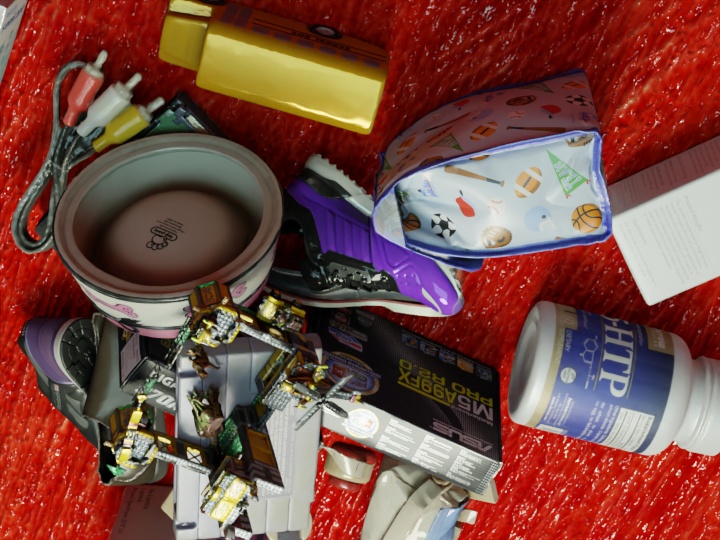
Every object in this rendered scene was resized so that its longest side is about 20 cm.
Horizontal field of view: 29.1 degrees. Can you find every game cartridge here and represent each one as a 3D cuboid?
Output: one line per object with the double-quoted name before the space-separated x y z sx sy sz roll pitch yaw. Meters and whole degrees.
"game cartridge" -0.099 0.147 1.217 0.128 0.038 0.202 -5 121 -18

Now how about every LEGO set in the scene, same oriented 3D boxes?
"LEGO set" -0.108 0.120 1.109 0.153 0.116 0.200 34 106 -30

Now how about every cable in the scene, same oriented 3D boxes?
"cable" -0.269 -0.110 1.258 0.097 0.050 0.200 39 97 -2

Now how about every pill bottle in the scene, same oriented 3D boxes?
"pill bottle" 0.249 0.109 1.319 0.198 0.120 0.121 14 118 -4

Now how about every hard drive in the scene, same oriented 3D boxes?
"hard drive" -0.191 -0.056 1.313 0.200 0.038 0.140 -38 109 22

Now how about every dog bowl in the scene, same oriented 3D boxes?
"dog bowl" -0.161 -0.027 1.204 0.198 0.201 0.074 1 138 4

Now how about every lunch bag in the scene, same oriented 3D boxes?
"lunch bag" 0.110 -0.083 1.203 0.198 0.170 0.125 -9 112 8

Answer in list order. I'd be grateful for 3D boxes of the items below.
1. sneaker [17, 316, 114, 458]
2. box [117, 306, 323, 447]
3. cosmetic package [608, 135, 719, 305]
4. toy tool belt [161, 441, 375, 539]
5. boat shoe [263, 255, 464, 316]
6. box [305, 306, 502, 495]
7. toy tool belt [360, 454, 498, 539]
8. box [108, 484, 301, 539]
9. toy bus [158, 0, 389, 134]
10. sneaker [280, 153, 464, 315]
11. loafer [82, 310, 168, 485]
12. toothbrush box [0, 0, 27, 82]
"sneaker" -0.277 0.122 1.408 0.087 0.076 0.201 6 131 34
"box" -0.132 0.083 1.286 0.199 0.160 0.046 30 117 -29
"cosmetic package" 0.327 -0.060 1.252 0.199 0.074 0.102 -24 114 14
"toy tool belt" -0.093 0.213 1.379 0.198 0.125 0.124 15 89 11
"boat shoe" 0.000 0.000 1.310 0.198 0.071 0.063 5 111 1
"box" 0.038 0.113 1.315 0.199 0.161 0.044 24 117 -8
"toy tool belt" 0.062 0.278 1.423 0.122 0.125 0.201 17 119 5
"box" -0.159 0.307 1.450 0.198 0.128 0.110 4 117 2
"toy bus" -0.077 -0.183 1.214 0.198 0.078 0.066 15 118 -4
"sneaker" -0.001 -0.008 1.248 0.200 0.070 0.100 39 77 18
"loafer" -0.229 0.123 1.333 0.073 0.071 0.202 13 117 41
"toothbrush box" -0.396 -0.187 1.233 0.145 0.085 0.201 23 116 -8
